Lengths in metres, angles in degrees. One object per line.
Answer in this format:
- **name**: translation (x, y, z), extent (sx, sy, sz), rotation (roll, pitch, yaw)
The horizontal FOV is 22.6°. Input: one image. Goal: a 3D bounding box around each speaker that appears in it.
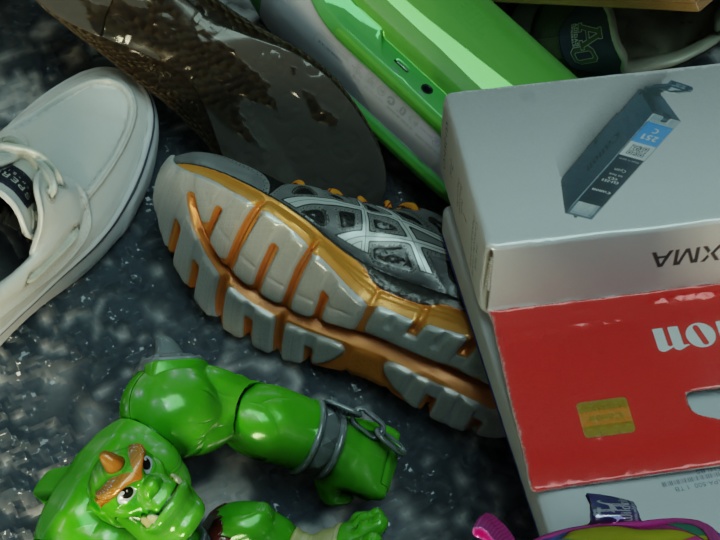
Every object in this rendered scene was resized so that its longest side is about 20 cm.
- **speaker**: translation (0.040, -0.092, 0.844), extent (0.200, 0.089, 0.088), rotation (44, 63, 11)

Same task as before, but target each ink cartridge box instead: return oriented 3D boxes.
- **ink cartridge box**: translation (0.144, -0.008, 0.716), extent (0.198, 0.045, 0.177), rotation (-7, 48, -6)

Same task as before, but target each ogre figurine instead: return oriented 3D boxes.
- **ogre figurine**: translation (-0.074, 0.117, 0.715), extent (0.120, 0.098, 0.201), rotation (39, 81, -10)

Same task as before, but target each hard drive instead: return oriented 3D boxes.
- **hard drive**: translation (0.119, 0.043, 0.716), extent (0.130, 0.026, 0.201), rotation (-9, 49, -8)

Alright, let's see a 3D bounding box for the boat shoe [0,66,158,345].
- **boat shoe**: translation (-0.155, -0.024, 0.778), extent (0.072, 0.066, 0.200), rotation (38, 62, 8)

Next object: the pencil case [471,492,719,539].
- **pencil case**: translation (0.089, 0.178, 0.599), extent (0.087, 0.088, 0.202), rotation (-9, 96, -16)

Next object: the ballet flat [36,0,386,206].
- **ballet flat**: translation (-0.070, -0.091, 0.822), extent (0.199, 0.046, 0.068), rotation (36, 95, -13)

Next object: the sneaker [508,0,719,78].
- **sneaker**: translation (0.173, -0.139, 0.883), extent (0.199, 0.090, 0.068), rotation (-25, 103, -19)

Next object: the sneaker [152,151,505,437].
- **sneaker**: translation (0.000, 0.000, 0.803), extent (0.199, 0.079, 0.078), rotation (29, 48, -1)

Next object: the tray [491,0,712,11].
- **tray**: translation (0.111, -0.163, 0.847), extent (0.098, 0.199, 0.037), rotation (-39, 120, -25)
